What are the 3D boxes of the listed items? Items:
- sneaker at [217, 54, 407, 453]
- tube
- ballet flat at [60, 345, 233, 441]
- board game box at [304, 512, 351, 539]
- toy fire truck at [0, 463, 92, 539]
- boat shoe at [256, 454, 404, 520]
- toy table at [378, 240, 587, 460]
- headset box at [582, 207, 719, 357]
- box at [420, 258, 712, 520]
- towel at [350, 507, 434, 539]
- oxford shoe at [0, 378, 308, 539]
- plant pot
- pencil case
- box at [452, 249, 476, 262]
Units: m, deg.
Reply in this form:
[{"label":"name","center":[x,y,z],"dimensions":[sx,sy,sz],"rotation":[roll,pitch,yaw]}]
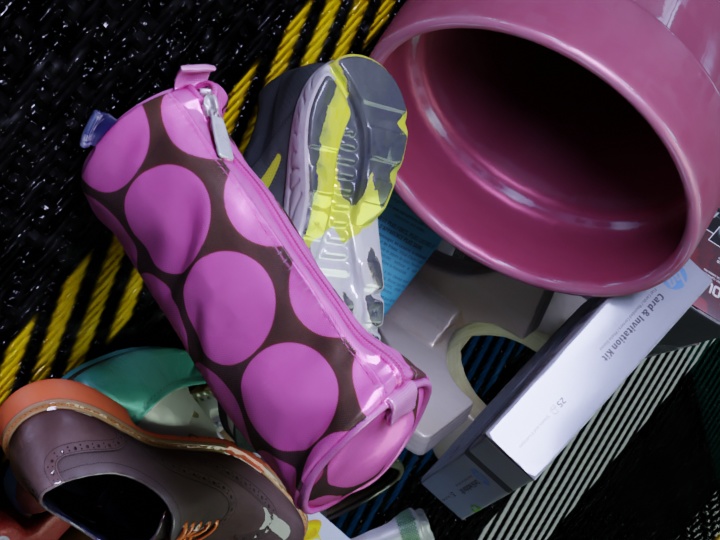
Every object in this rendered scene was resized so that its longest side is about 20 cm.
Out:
[{"label":"sneaker","center":[-0.031,-0.009,1.153],"dimensions":[0.074,0.085,0.201],"rotation":[16,90,-30]},{"label":"tube","center":[0.000,0.000,1.382],"dimensions":[0.077,0.050,0.200],"rotation":[26,106,-36]},{"label":"ballet flat","center":[-0.097,0.079,1.277],"dimensions":[0.067,0.070,0.200],"rotation":[-55,161,16]},{"label":"board game box","center":[-0.053,0.192,1.396],"dimensions":[0.103,0.200,0.105],"rotation":[-48,162,-9]},{"label":"toy fire truck","center":[-0.180,0.184,1.252],"dimensions":[0.200,0.112,0.168],"rotation":[-44,142,-23]},{"label":"boat shoe","center":[-0.043,0.151,1.564],"dimensions":[0.202,0.060,0.072],"rotation":[-27,151,-51]},{"label":"toy table","center":[0.051,0.036,1.479],"dimensions":[0.184,0.117,0.200],"rotation":[-40,158,-31]},{"label":"headset box","center":[0.203,-0.030,1.563],"dimensions":[0.149,0.077,0.200],"rotation":[-21,-137,59]},{"label":"box","center":[0.115,0.068,1.356],"dimensions":[0.156,0.041,0.200],"rotation":[-46,179,-16]},{"label":"towel","center":[-0.046,0.206,1.568],"dimensions":[0.199,0.031,0.149],"rotation":[-16,161,0]},{"label":"oxford shoe","center":[-0.102,0.125,1.205],"dimensions":[0.200,0.073,0.071],"rotation":[25,118,-37]},{"label":"plant pot","center":[0.124,-0.117,1.262],"dimensions":[0.179,0.200,0.200],"rotation":[-58,169,-34]},{"label":"pencil case","center":[-0.046,0.007,1.049],"dimensions":[0.094,0.200,0.091],"rotation":[-47,161,32]},{"label":"box","center":[0.107,-0.054,1.563],"dimensions":[0.110,0.035,0.200],"rotation":[-31,154,-45]}]
